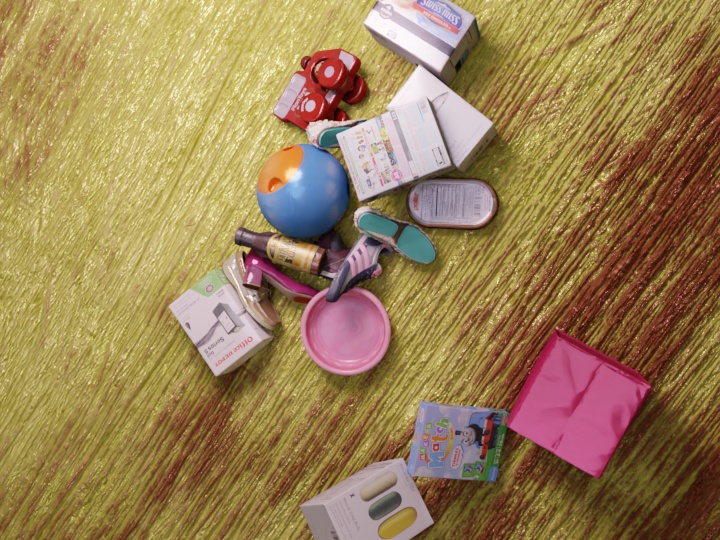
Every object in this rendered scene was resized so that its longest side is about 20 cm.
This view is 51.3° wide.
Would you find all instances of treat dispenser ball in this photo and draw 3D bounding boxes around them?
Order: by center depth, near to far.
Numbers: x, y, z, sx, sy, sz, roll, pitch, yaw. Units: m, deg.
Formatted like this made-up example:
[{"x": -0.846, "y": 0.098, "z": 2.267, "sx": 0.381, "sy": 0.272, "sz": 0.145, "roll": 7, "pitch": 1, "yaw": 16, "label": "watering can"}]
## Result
[{"x": -0.122, "y": -0.169, "z": 1.602, "sx": 0.200, "sy": 0.201, "sz": 0.202, "roll": 0, "pitch": 91, "yaw": 14, "label": "treat dispenser ball"}]

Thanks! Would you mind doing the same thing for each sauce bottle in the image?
[{"x": -0.173, "y": -0.045, "z": 1.612, "sx": 0.199, "sy": 0.066, "sz": 0.066, "roll": 16, "pitch": 95, "yaw": 8, "label": "sauce bottle"}]

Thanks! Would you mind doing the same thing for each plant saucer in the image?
[{"x": -0.030, "y": 0.129, "z": 1.652, "sx": 0.200, "sy": 0.051, "sz": 0.201, "roll": 1, "pitch": 96, "yaw": 8, "label": "plant saucer"}]

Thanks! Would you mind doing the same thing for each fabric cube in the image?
[{"x": 0.426, "y": 0.253, "z": 1.475, "sx": 0.200, "sy": 0.196, "sz": 0.200, "roll": 29, "pitch": 96, "yaw": 13, "label": "fabric cube"}]

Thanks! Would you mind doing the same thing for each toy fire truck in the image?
[{"x": -0.093, "y": -0.399, "z": 1.647, "sx": 0.168, "sy": 0.112, "sz": 0.200, "roll": 34, "pitch": 98, "yaw": 30, "label": "toy fire truck"}]

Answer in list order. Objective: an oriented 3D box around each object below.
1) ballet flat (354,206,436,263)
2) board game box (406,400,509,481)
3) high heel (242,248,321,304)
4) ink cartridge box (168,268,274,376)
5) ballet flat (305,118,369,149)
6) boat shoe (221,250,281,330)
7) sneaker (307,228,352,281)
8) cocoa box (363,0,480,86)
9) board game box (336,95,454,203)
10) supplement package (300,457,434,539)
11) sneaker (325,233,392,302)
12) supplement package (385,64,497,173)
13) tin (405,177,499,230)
[{"x": 0.076, "y": -0.084, "z": 1.603, "sx": 0.200, "sy": 0.064, "sz": 0.076, "roll": 30, "pitch": 106, "yaw": -16, "label": "ballet flat"}, {"x": 0.204, "y": 0.357, "z": 1.561, "sx": 0.199, "sy": 0.037, "sz": 0.152, "roll": 9, "pitch": 94, "yaw": -20, "label": "board game box"}, {"x": -0.161, "y": 0.011, "z": 1.674, "sx": 0.199, "sy": 0.067, "sz": 0.097, "roll": 17, "pitch": 66, "yaw": -18, "label": "high heel"}, {"x": -0.316, "y": 0.118, "z": 1.717, "sx": 0.145, "sy": 0.084, "sz": 0.200, "roll": -38, "pitch": 82, "yaw": 13, "label": "ink cartridge box"}, {"x": -0.032, "y": -0.297, "z": 1.599, "sx": 0.064, "sy": 0.199, "sz": 0.076, "roll": 39, "pitch": 122, "yaw": 38, "label": "ballet flat"}, {"x": -0.238, "y": 0.043, "z": 1.701, "sx": 0.066, "sy": 0.074, "sz": 0.200, "roll": -39, "pitch": 82, "yaw": 17, "label": "boat shoe"}, {"x": -0.109, "y": -0.054, "z": 1.677, "sx": 0.199, "sy": 0.076, "sz": 0.116, "roll": 20, "pitch": 85, "yaw": 8, "label": "sneaker"}, {"x": 0.132, "y": -0.504, "z": 1.565, "sx": 0.200, "sy": 0.133, "sz": 0.131, "roll": 35, "pitch": 98, "yaw": 11, "label": "cocoa box"}, {"x": 0.070, "y": -0.239, "z": 1.506, "sx": 0.199, "sy": 0.064, "sz": 0.148, "roll": -20, "pitch": 86, "yaw": 14, "label": "board game box"}, {"x": 0.012, "y": 0.508, "z": 1.560, "sx": 0.199, "sy": 0.151, "sz": 0.152, "roll": -23, "pitch": 83, "yaw": -29, "label": "supplement package"}, {"x": 0.000, "y": 0.000, "z": 1.603, "sx": 0.082, "sy": 0.070, "sz": 0.200, "roll": 32, "pitch": 64, "yaw": 3, "label": "sneaker"}, {"x": 0.171, "y": -0.313, "z": 1.568, "sx": 0.200, "sy": 0.117, "sz": 0.117, "roll": 41, "pitch": 101, "yaw": 11, "label": "supplement package"}, {"x": 0.196, "y": -0.145, "z": 1.607, "sx": 0.199, "sy": 0.042, "sz": 0.113, "roll": 3, "pitch": 88, "yaw": 14, "label": "tin"}]
